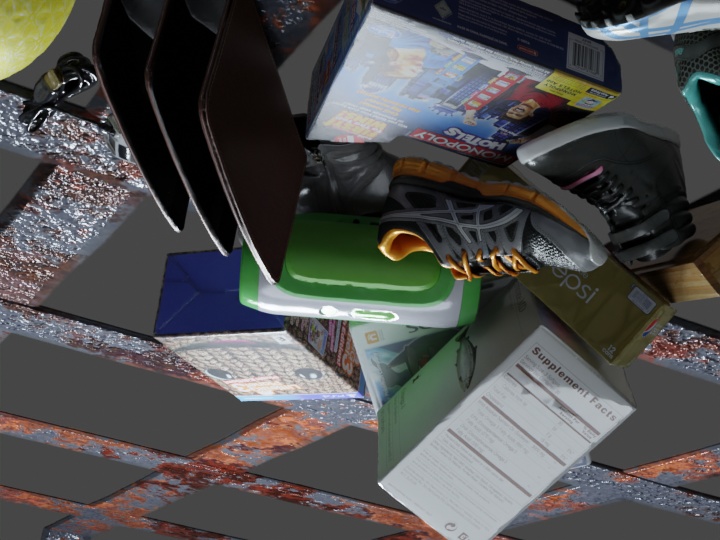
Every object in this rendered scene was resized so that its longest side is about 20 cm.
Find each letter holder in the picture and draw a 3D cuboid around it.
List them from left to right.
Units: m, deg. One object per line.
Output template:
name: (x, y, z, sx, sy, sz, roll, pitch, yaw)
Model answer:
letter holder: (-0.117, -0.093, 0.972, 0.100, 0.143, 0.201, -2, 143, 13)

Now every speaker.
speaker: (0.000, 0.000, 1.130, 0.198, 0.089, 0.089, 5, 157, -1)

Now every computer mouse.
computer mouse: (-0.178, -0.118, 1.118, 0.199, 0.044, 0.110, 23, 148, -19)

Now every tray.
tray: (0.274, -0.018, 1.082, 0.037, 0.098, 0.200, 50, 171, -1)

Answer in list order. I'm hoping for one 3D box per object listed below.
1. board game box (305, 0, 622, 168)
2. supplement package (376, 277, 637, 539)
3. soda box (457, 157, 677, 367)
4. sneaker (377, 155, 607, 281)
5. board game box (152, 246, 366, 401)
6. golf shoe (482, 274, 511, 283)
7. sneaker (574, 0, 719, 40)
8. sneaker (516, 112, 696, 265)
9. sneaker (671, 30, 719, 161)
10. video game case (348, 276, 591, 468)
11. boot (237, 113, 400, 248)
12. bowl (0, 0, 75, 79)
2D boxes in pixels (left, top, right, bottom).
board game box: (0.050, -0.142, 0.969, 0.198, 0.062, 0.200, 15, 158, -25)
supplement package: (0.119, 0.119, 1.145, 0.117, 0.117, 0.200, 39, 109, -15)
soda box: (0.155, -0.012, 1.077, 0.200, 0.064, 0.068, 45, -169, 20)
sneaker: (0.096, -0.026, 1.014, 0.199, 0.078, 0.078, 18, 167, 40)
board game box: (-0.099, 0.060, 1.432, 0.158, 0.098, 0.200, -4, 154, 24)
golf shoe: (0.100, -0.011, 1.260, 0.198, 0.076, 0.092, -11, 144, 19)
sneaker: (0.230, -0.172, 0.834, 0.198, 0.072, 0.073, -8, 137, 31)
sneaker: (0.193, -0.057, 0.999, 0.070, 0.100, 0.199, -22, 166, 38)
sneaker: (0.266, -0.094, 0.915, 0.077, 0.092, 0.200, -23, 124, 37)
video game case: (0.102, 0.110, 1.217, 0.180, 0.023, 0.202, -14, 114, 7)
boot: (-0.052, -0.081, 1.155, 0.199, 0.070, 0.132, -18, 142, 29)
bowl: (-0.300, -0.180, 0.923, 0.198, 0.109, 0.200, 6, 156, 3)
